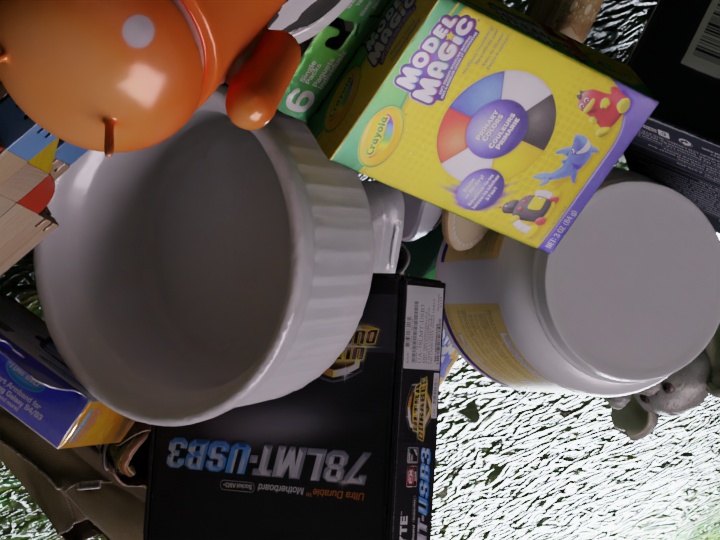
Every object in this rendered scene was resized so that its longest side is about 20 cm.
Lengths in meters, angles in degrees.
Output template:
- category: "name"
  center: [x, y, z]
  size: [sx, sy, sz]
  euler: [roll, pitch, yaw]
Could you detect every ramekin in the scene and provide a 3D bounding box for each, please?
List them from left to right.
- category: "ramekin"
  center: [-0.087, -0.012, 1.406]
  size: [0.200, 0.202, 0.097]
  euler: [-37, 160, 30]

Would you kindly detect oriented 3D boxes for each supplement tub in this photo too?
- category: "supplement tub"
  center: [0.142, 0.008, 1.554]
  size: [0.144, 0.147, 0.200]
  euler: [-16, -176, -16]

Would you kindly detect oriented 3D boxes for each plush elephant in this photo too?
- category: "plush elephant"
  center: [0.214, 0.052, 1.870]
  size: [0.199, 0.156, 0.165]
  euler: [-1, 149, -41]

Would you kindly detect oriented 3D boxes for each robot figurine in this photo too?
- category: "robot figurine"
  center: [-0.101, -0.135, 1.151]
  size: [0.116, 0.200, 0.144]
  euler: [-2, 128, 38]

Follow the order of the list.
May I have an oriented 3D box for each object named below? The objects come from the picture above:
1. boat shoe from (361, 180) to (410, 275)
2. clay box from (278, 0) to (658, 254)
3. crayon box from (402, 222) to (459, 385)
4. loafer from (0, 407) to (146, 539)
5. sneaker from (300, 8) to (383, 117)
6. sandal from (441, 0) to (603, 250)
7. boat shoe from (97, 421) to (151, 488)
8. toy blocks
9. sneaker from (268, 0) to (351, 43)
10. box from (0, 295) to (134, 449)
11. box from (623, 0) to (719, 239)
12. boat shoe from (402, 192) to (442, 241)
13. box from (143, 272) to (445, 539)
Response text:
- category: "boat shoe"
  center: [0.000, 0.000, 1.555]
  size: [0.068, 0.072, 0.201]
  euler: [-18, 148, -10]
- category: "clay box"
  center: [0.060, -0.093, 1.349]
  size: [0.199, 0.048, 0.115]
  euler: [20, 113, -36]
- category: "crayon box"
  center: [0.021, 0.053, 1.709]
  size: [0.201, 0.051, 0.126]
  euler: [-57, 153, 1]
- category: "loafer"
  center: [-0.202, 0.153, 1.677]
  size: [0.068, 0.199, 0.076]
  euler: [-59, 168, -15]
- category: "sneaker"
  center: [-0.002, -0.114, 1.406]
  size: [0.129, 0.080, 0.200]
  euler: [-14, 156, -17]
- category: "sandal"
  center: [0.117, -0.090, 1.442]
  size: [0.077, 0.069, 0.213]
  euler: [-10, 127, -55]
- category: "boat shoe"
  center: [-0.148, 0.107, 1.622]
  size: [0.068, 0.199, 0.072]
  euler: [-47, 152, -44]
- category: "toy blocks"
  center: [-0.220, -0.058, 1.330]
  size: [0.136, 0.100, 0.200]
  euler: [-40, 155, 9]
- category: "sneaker"
  center: [-0.021, -0.188, 1.247]
  size: [0.199, 0.071, 0.099]
  euler: [-32, 154, 7]
- category: "box"
  center: [-0.205, 0.060, 1.477]
  size: [0.042, 0.119, 0.200]
  euler: [-55, 173, 3]
- category: "box"
  center: [0.245, -0.114, 1.518]
  size: [0.149, 0.106, 0.200]
  euler: [-62, 159, -11]
- category: "boat shoe"
  center: [0.063, -0.093, 1.546]
  size: [0.071, 0.072, 0.200]
  euler: [-30, 166, -28]
- category: "box"
  center: [-0.043, 0.101, 1.462]
  size: [0.199, 0.200, 0.050]
  euler: [2, 175, 39]
